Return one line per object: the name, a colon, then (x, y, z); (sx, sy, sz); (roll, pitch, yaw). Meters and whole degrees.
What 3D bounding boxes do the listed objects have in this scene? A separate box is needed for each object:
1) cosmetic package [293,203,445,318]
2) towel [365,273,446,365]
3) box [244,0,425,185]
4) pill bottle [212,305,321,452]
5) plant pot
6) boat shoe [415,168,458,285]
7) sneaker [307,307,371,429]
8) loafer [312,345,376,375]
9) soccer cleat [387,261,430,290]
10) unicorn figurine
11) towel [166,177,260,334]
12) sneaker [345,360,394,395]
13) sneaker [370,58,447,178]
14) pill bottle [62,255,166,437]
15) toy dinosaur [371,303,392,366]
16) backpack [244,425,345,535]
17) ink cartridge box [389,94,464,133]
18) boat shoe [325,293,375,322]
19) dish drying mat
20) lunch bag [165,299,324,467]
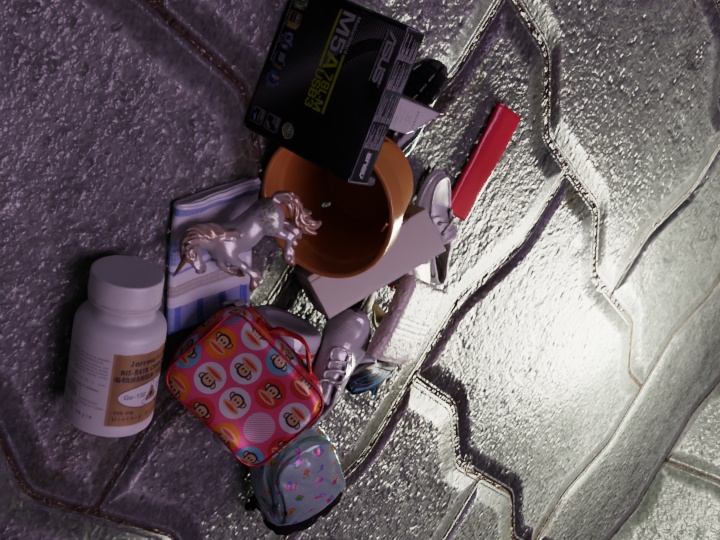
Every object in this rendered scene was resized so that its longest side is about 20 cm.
cosmetic package: (0.012, -0.016, 1.745); (0.199, 0.103, 0.074); (-31, 104, -10)
towel: (0.069, 0.075, 1.802); (0.134, 0.034, 0.200); (-65, 161, 0)
box: (-0.036, -0.235, 1.499); (0.047, 0.192, 0.202); (6, 111, -53)
pill bottle: (-0.140, 0.162, 1.734); (0.112, 0.112, 0.202); (6, 109, -54)
plant pot: (-0.017, -0.108, 1.643); (0.140, 0.198, 0.202); (-40, 145, -56)
boat shoe: (0.130, -0.068, 1.958); (0.070, 0.069, 0.202); (-28, 134, -36)
sneaker: (-0.038, 0.146, 1.733); (0.087, 0.074, 0.201); (-87, -161, -66)
loafer: (-0.068, 0.163, 1.820); (0.199, 0.070, 0.070); (-34, 153, 9)
soccer cleat: (0.085, 0.000, 1.905); (0.200, 0.069, 0.078); (20, 92, -82)
unicorn figurine: (-0.155, -0.036, 1.561); (0.200, 0.074, 0.138); (-45, 136, -12)
towel: (-0.196, -0.020, 1.604); (0.146, 0.024, 0.202); (-22, 131, -43)
sneaker: (-0.010, 0.165, 1.944); (0.199, 0.073, 0.083); (11, 106, -55)
sneaker: (0.060, -0.221, 1.764); (0.201, 0.075, 0.079); (-52, 158, 2)
pill bottle: (-0.296, 0.091, 1.470); (0.114, 0.114, 0.202); (-15, 126, -47)
toy dinosaur: (0.042, 0.098, 1.932); (0.058, 0.102, 0.200); (-29, 176, 16)
backpack: (-0.100, 0.307, 1.886); (0.166, 0.126, 0.201); (-36, 137, -27)
ink cartridge box: (0.024, -0.226, 1.614); (0.199, 0.160, 0.051); (13, 105, -56)
boat shoe: (0.000, 0.000, 1.834); (0.202, 0.070, 0.070); (-64, 163, -12)
dish drying mat: (0.203, -0.181, 2.018); (0.077, 0.018, 0.201); (22, 98, -56)
lunch bag: (-0.146, 0.145, 1.629); (0.176, 0.082, 0.200); (-40, 104, 5)
